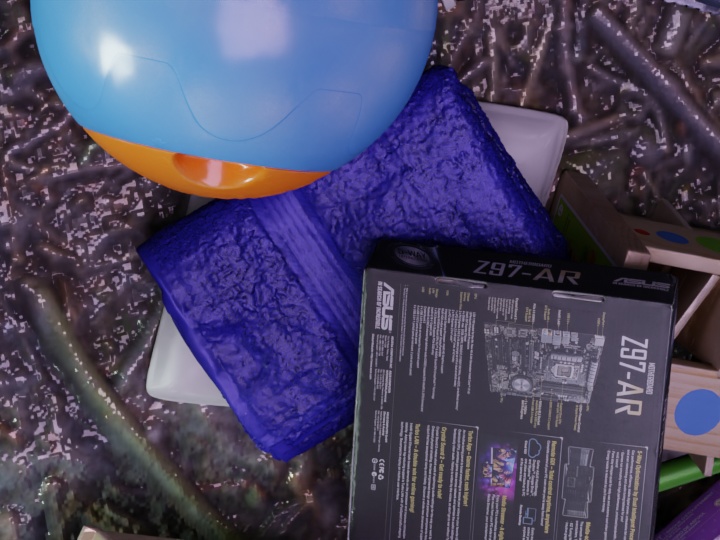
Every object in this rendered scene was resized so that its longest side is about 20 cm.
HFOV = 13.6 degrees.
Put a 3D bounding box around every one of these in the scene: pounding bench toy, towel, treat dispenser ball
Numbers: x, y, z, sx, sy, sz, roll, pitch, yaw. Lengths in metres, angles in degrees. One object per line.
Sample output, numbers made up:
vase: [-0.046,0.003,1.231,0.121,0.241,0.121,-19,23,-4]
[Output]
pounding bench toy: [0.171,0.070,1.653,0.155,0.124,0.201,10,109,-17]
towel: [0.000,0.000,1.587,0.200,0.050,0.148,-32,110,7]
treat dispenser ball: [-0.061,-0.136,1.475,0.200,0.201,0.202,-5,112,-11]

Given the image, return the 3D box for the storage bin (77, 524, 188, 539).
storage bin: [-0.089,0.250,1.643,0.199,0.094,0.199,11,110,-43]

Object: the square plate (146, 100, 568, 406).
square plate: [0.000,-0.004,1.637,0.199,0.028,0.199,9,109,-16]

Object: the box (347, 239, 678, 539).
box: [0.077,0.092,1.560,0.159,0.044,0.201,6,112,8]

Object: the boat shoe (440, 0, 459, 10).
boat shoe: [0.039,-0.233,1.522,0.060,0.076,0.201,-16,109,-3]

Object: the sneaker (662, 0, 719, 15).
sneaker: [0.162,-0.187,1.578,0.199,0.070,0.082,13,112,-19]

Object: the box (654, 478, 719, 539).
box: [0.221,0.223,1.744,0.137,0.039,0.200,-39,124,-9]

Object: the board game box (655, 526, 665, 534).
board game box: [0.114,0.250,1.761,0.135,0.034,0.201,-3,112,-12]
